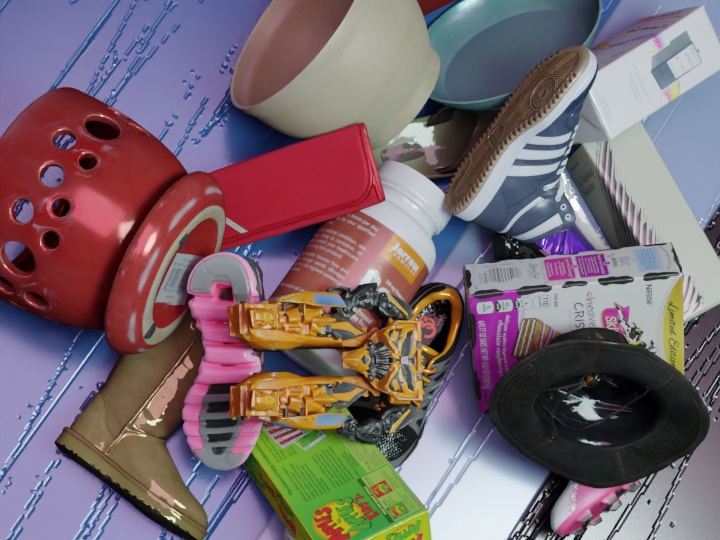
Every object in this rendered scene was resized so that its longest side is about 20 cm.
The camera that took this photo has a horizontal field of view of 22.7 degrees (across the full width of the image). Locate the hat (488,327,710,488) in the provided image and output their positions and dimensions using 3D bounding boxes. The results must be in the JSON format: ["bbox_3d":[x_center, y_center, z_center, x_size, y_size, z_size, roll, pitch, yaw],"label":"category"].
[{"bbox_3d":[0.215,0.107,1.627,0.199,0.201,0.081,11,44,-5],"label":"hat"}]

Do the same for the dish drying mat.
[{"bbox_3d":[-0.074,-0.074,1.683,0.199,0.018,0.077,-16,89,27],"label":"dish drying mat"}]

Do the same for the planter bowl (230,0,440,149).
[{"bbox_3d":[-0.010,-0.199,1.707,0.135,0.200,0.201,36,74,-24],"label":"planter bowl"}]

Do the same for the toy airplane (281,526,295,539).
[{"bbox_3d":[0.006,0.297,1.617,0.199,0.141,0.200,41,58,-9],"label":"toy airplane"}]

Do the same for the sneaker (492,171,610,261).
[{"bbox_3d":[0.181,-0.020,1.752,0.099,0.070,0.201,-27,80,-5],"label":"sneaker"}]

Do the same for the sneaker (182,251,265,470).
[{"bbox_3d":[-0.114,0.079,1.631,0.078,0.095,0.201,6,99,9],"label":"sneaker"}]

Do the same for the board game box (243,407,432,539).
[{"bbox_3d":[-0.028,0.191,1.618,0.101,0.048,0.200,-23,41,-17],"label":"board game box"}]

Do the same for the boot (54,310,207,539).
[{"bbox_3d":[-0.162,0.126,1.670,0.175,0.066,0.200,37,74,-1],"label":"boot"}]

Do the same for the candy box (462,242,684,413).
[{"bbox_3d":[0.201,0.055,1.683,0.199,0.061,0.137,-7,121,1],"label":"candy box"}]

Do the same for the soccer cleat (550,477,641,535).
[{"bbox_3d":[0.243,0.171,1.722,0.200,0.070,0.086,-37,71,-17],"label":"soccer cleat"}]

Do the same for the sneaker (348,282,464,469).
[{"bbox_3d":[0.044,0.098,1.698,0.078,0.077,0.201,22,78,-5],"label":"sneaker"}]

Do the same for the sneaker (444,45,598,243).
[{"bbox_3d":[0.177,-0.110,1.659,0.108,0.070,0.200,27,117,-26],"label":"sneaker"}]

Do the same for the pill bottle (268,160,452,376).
[{"bbox_3d":[0.000,0.000,1.694,0.112,0.112,0.200,35,76,0],"label":"pill bottle"}]

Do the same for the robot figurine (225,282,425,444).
[{"bbox_3d":[-0.022,0.081,1.584,0.199,0.058,0.146,2,84,-31],"label":"robot figurine"}]

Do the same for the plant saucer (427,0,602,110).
[{"bbox_3d":[0.145,-0.216,1.747,0.200,0.200,0.036,-40,128,-13],"label":"plant saucer"}]

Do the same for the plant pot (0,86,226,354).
[{"bbox_3d":[-0.229,-0.040,1.608,0.182,0.201,0.201,25,75,13],"label":"plant pot"}]

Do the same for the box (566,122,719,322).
[{"bbox_3d":[0.283,-0.044,1.760,0.068,0.082,0.201,-28,82,-12],"label":"box"}]

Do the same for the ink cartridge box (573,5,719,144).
[{"bbox_3d":[0.273,-0.198,1.755,0.199,0.117,0.068,-32,104,-22],"label":"ink cartridge box"}]

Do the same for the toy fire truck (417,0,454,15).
[{"bbox_3d":[0.118,-0.332,1.743,0.112,0.200,0.169,30,71,-23],"label":"toy fire truck"}]

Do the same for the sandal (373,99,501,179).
[{"bbox_3d":[0.095,-0.131,1.762,0.200,0.057,0.080,-20,82,-12],"label":"sandal"}]
